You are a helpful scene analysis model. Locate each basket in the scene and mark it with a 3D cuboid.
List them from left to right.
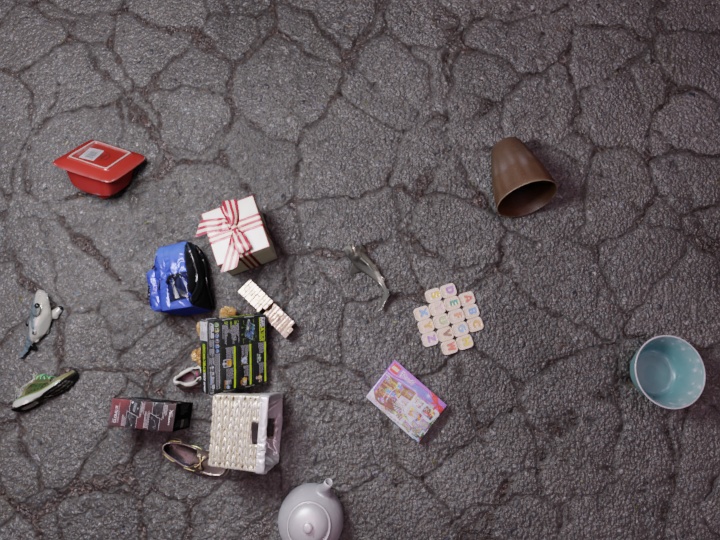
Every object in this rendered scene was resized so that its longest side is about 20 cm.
[{"bbox_3d":[-0.308,0.435,1.468,0.158,0.200,0.202,2,79,2],"label":"basket"}]

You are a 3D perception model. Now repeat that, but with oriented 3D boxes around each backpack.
[{"bbox_3d":[-0.533,0.022,1.568,0.165,0.163,0.204,-8,80,2],"label":"backpack"}]

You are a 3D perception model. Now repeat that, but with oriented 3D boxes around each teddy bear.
[{"bbox_3d":[-0.398,0.189,1.545,0.199,0.067,0.146,-37,93,-42],"label":"teddy bear"}]

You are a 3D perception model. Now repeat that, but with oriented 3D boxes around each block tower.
[{"bbox_3d":[-0.274,0.116,1.604,0.200,0.058,0.054,44,82,6],"label":"block tower"}]

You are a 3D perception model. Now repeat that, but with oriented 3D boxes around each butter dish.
[{"bbox_3d":[-0.791,-0.290,1.647,0.196,0.149,0.201,18,37,3],"label":"butter dish"}]

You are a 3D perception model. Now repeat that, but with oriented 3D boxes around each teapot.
[{"bbox_3d":[-0.138,0.681,1.445,0.194,0.146,0.203,-18,80,-3],"label":"teapot"}]

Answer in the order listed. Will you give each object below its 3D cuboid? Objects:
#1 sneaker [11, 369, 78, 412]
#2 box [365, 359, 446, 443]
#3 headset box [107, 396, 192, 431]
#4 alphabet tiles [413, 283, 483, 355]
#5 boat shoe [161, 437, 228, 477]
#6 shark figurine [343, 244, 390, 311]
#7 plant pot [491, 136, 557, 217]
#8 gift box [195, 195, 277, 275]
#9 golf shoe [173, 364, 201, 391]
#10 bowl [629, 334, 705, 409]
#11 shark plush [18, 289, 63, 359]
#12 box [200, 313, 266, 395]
[{"bbox_3d":[-0.920,0.327,1.556,0.198,0.077,0.089,-27,71,-8],"label":"sneaker"},{"bbox_3d":[0.132,0.378,1.559,0.199,0.039,0.137,40,82,7],"label":"box"},{"bbox_3d":[-0.590,0.398,1.499,0.196,0.149,0.079,6,78,2],"label":"headset box"},{"bbox_3d":[0.265,0.146,1.619,0.192,0.015,0.203,-16,79,-3],"label":"alphabet tiles"},{"bbox_3d":[-0.466,0.532,1.517,0.197,0.060,0.073,23,79,5],"label":"boat shoe"},{"bbox_3d":[0.013,0.010,1.628,0.089,0.128,0.215,-36,99,18],"label":"shark figurine"},{"bbox_3d":[0.475,-0.299,1.638,0.184,0.188,0.203,-12,65,-2],"label":"plant pot"},{"bbox_3d":[-0.363,-0.089,1.578,0.197,0.187,0.187,-25,79,-6],"label":"gift box"},{"bbox_3d":[-0.440,0.299,1.552,0.197,0.088,0.078,-20,77,-5],"label":"golf shoe"},{"bbox_3d":[0.862,0.292,1.544,0.197,0.105,0.205,0,78,0],"label":"bowl"},{"bbox_3d":[-0.966,0.164,1.608,0.082,0.091,0.203,19,100,23],"label":"shark plush"},{"bbox_3d":[-0.351,0.228,1.502,0.047,0.191,0.204,1,94,43],"label":"box"}]
